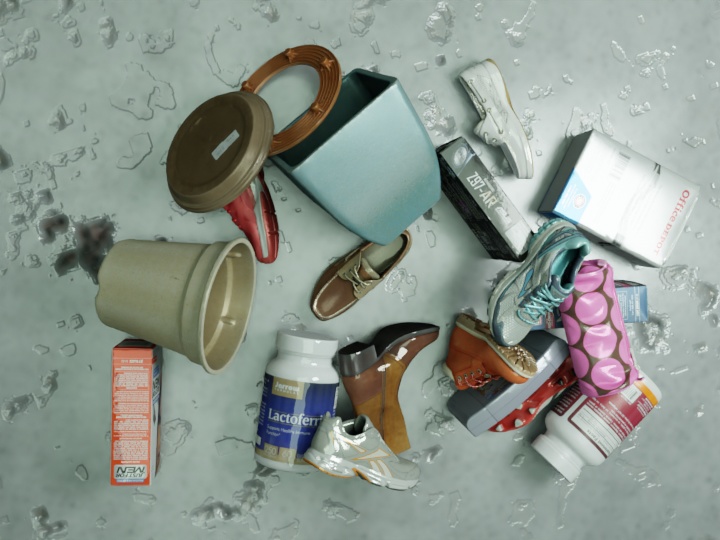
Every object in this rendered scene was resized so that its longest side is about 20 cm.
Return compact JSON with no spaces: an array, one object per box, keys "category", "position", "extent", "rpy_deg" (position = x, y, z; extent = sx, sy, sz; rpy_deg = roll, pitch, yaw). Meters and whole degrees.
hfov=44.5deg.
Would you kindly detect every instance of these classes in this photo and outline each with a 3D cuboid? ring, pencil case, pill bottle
[{"category":"ring","position":[-0.117,-0.254,1.291],"extent":[0.200,0.200,0.019],"rpy_deg":[-50,137,-2]},{"category":"pencil case","position":[0.348,0.081,1.294],"extent":[0.094,0.091,0.200],"rpy_deg":[-13,99,31]},{"category":"pill bottle","position":[0.368,0.233,1.390],"extent":[0.113,0.113,0.200],"rpy_deg":[44,88,-6]},{"category":"pill bottle","position":[-0.093,0.196,1.337],"extent":[0.116,0.116,0.200],"rpy_deg":[7,91,-6]}]

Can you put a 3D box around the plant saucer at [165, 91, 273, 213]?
[{"category":"plant saucer","position":[-0.212,-0.179,1.283],"extent":[0.200,0.200,0.029],"rpy_deg":[-56,139,-1]}]

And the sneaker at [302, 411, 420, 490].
[{"category":"sneaker","position":[0.016,0.265,1.300],"extent":[0.200,0.076,0.092],"rpy_deg":[21,87,-33]}]

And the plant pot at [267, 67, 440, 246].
[{"category":"plant pot","position":[0.007,-0.153,1.299],"extent":[0.196,0.196,0.200],"rpy_deg":[-42,115,-3]}]

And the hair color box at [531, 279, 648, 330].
[{"category":"hair color box","position":[0.337,0.053,1.384],"extent":[0.200,0.100,0.061],"rpy_deg":[-4,94,-6]}]

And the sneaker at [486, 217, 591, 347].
[{"category":"sneaker","position":[0.250,0.024,1.233],"extent":[0.078,0.086,0.200],"rpy_deg":[23,100,-28]}]

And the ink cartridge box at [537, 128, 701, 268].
[{"category":"ink cartridge box","position":[0.408,-0.111,1.393],"extent":[0.200,0.084,0.145],"rpy_deg":[27,89,-7]}]

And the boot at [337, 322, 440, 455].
[{"category":"boot","position":[0.061,0.193,1.373],"extent":[0.188,0.068,0.200],"rpy_deg":[-23,109,-37]}]

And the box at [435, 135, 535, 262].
[{"category":"box","position":[0.179,-0.104,1.330],"extent":[0.044,0.160,0.200],"rpy_deg":[-38,95,-3]}]

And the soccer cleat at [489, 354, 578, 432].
[{"category":"soccer cleat","position":[0.277,0.191,1.403],"extent":[0.200,0.085,0.069],"rpy_deg":[-42,77,19]}]

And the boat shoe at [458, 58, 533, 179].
[{"category":"boat shoe","position":[0.209,-0.227,1.377],"extent":[0.069,0.071,0.200],"rpy_deg":[-22,86,-4]}]

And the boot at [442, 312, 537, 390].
[{"category":"boot","position":[0.191,0.145,1.331],"extent":[0.075,0.200,0.107],"rpy_deg":[24,95,-24]}]

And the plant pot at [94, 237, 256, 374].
[{"category":"plant pot","position":[-0.273,0.033,1.279],"extent":[0.183,0.200,0.201],"rpy_deg":[12,91,11]}]

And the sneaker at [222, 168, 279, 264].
[{"category":"sneaker","position":[-0.197,-0.100,1.346],"extent":[0.115,0.078,0.200],"rpy_deg":[-12,88,7]}]

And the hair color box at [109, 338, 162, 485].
[{"category":"hair color box","position":[-0.334,0.208,1.314],"extent":[0.064,0.111,0.200],"rpy_deg":[2,93,-6]}]

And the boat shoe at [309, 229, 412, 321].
[{"category":"boat shoe","position":[0.000,0.000,1.360],"extent":[0.076,0.072,0.200],"rpy_deg":[45,87,-6]}]

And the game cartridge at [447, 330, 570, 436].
[{"category":"game cartridge","position":[0.229,0.168,1.361],"extent":[0.200,0.133,0.042],"rpy_deg":[-41,97,-3]}]
